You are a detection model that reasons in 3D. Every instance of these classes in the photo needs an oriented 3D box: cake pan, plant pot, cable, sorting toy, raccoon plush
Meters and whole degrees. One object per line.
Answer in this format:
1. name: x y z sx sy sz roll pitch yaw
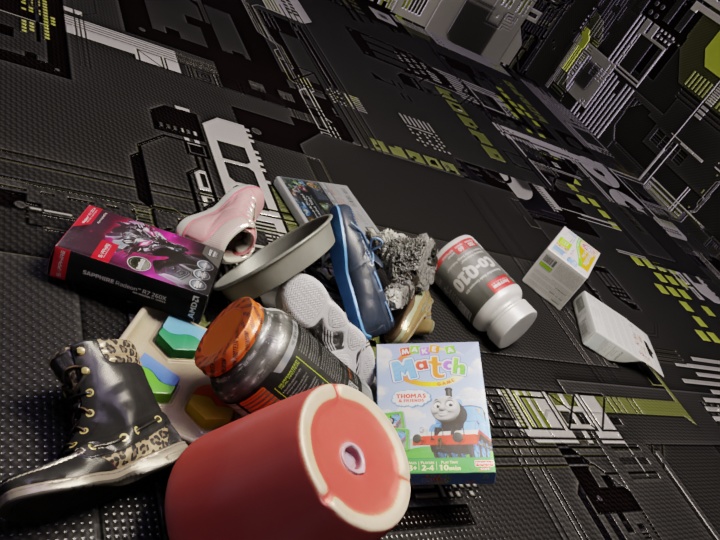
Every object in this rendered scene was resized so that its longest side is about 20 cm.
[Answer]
1. cake pan: -0.117 -0.014 0.997 0.037 0.199 0.200 58 28 -12
2. plant pot: -0.060 0.213 0.679 0.199 0.177 0.202 33 36 -28
3. cable: -0.012 0.020 1.132 0.199 0.051 0.163 22 23 -50
4. sorting toy: -0.202 0.127 0.849 0.198 0.037 0.186 29 30 -8
5. raccoon plush: 0.041 -0.014 1.155 0.133 0.098 0.200 11 20 26

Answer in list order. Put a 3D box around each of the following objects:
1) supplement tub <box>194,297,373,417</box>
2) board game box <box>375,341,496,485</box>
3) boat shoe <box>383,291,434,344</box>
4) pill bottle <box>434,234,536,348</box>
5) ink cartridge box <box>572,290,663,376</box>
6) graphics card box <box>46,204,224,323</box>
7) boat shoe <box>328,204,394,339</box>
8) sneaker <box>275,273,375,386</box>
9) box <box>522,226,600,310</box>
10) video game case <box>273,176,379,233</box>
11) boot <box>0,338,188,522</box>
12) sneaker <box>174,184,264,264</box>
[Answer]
1. supplement tub: -0.088 0.129 0.816 0.200 0.122 0.123 44 24 -26
2. board game box: 0.096 0.188 0.943 0.149 0.037 0.202 -2 47 2
3. boat shoe: 0.095 0.079 1.178 0.076 0.072 0.200 45 30 -8
4. pill bottle: 0.230 0.040 1.311 0.113 0.114 0.200 -7 48 -48
5. ink cartridge box: 0.573 0.151 1.559 0.199 0.047 0.161 33 29 -12
6. graphics card box: -0.288 -0.010 0.920 0.198 0.051 0.126 21 27 -10
7. boat shoe: 0.000 0.000 1.034 0.068 0.084 0.203 -11 88 -21
8. sneaker: -0.054 0.084 1.003 0.201 0.075 0.115 56 -11 -17
9. box: 0.471 -0.009 1.624 0.112 0.102 0.200 39 31 10
10. video game case: -0.053 -0.102 1.335 0.180 0.023 0.201 2 43 -43
11. boot: -0.273 0.150 0.687 0.199 0.073 0.152 -4 59 -52
12. sneaker: -0.185 -0.068 1.080 0.104 0.076 0.200 18 32 21
